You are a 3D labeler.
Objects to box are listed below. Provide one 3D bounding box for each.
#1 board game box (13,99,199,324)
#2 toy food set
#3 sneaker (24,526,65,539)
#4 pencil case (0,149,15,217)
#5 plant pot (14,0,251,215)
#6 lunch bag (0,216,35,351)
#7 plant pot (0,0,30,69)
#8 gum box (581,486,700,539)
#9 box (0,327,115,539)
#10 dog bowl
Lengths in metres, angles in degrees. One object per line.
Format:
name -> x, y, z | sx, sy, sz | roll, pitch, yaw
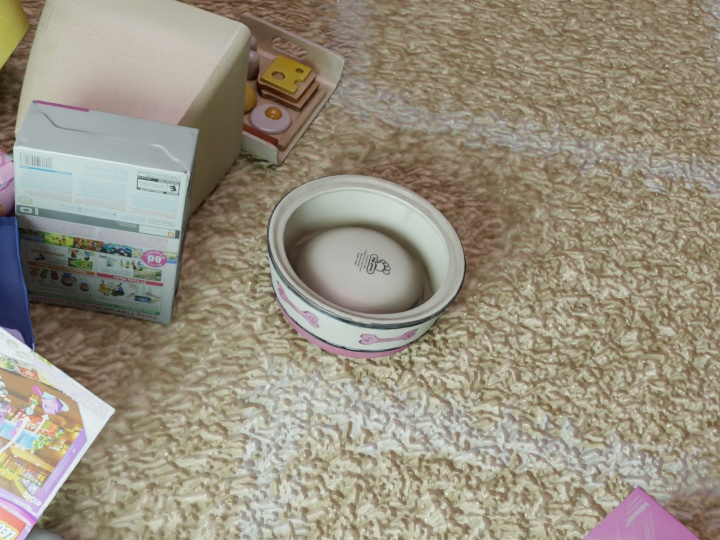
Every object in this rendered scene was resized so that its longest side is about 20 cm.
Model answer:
board game box -> -0.228, -0.047, 1.056 | 0.146, 0.201, 0.065 | 10, 47, -7
toy food set -> -0.117, -0.213, 1.341 | 0.142, 0.061, 0.201 | 24, 47, 8
sneaker -> -0.201, 0.252, 0.872 | 0.199, 0.081, 0.076 | 38, 52, 24
pencil case -> -0.397, -0.114, 1.089 | 0.199, 0.088, 0.087 | 34, 48, 15
plant pot -> -0.234, -0.141, 1.160 | 0.197, 0.201, 0.178 | 18, 56, 2
lunch bag -> -0.344, 0.048, 0.981 | 0.131, 0.137, 0.201 | -5, 50, -20
plant pot -> -0.429, -0.257, 1.225 | 0.141, 0.200, 0.201 | 35, 42, -19
gum box -> 0.206, 0.283, 0.965 | 0.199, 0.067, 0.113 | -31, 60, -35
box -> -0.301, 0.102, 0.870 | 0.199, 0.039, 0.138 | 38, 74, -12
dog bowl -> 0.000, 0.000, 1.167 | 0.197, 0.074, 0.202 | 8, 46, -9
